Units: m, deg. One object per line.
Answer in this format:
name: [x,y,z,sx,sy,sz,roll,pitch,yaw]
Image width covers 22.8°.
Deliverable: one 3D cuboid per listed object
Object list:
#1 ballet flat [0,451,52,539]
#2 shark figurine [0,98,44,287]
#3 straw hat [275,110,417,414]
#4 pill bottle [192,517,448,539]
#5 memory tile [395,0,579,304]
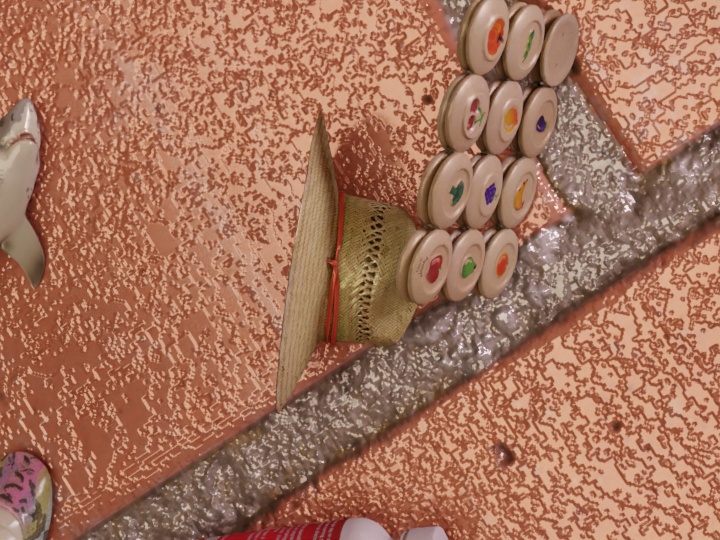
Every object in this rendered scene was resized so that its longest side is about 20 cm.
ballet flat: [-0.286,0.229,1.305,0.069,0.071,0.201,30,100,10]
shark figurine: [-0.316,-0.026,1.280,0.089,0.214,0.129,22,136,47]
straw hat: [0.000,0.000,1.173,0.084,0.201,0.203,8,96,0]
pill bottle: [-0.035,0.232,1.228,0.198,0.112,0.113,-10,92,13]
memory tile: [0.086,-0.076,1.161,0.017,0.153,0.202,19,100,29]
